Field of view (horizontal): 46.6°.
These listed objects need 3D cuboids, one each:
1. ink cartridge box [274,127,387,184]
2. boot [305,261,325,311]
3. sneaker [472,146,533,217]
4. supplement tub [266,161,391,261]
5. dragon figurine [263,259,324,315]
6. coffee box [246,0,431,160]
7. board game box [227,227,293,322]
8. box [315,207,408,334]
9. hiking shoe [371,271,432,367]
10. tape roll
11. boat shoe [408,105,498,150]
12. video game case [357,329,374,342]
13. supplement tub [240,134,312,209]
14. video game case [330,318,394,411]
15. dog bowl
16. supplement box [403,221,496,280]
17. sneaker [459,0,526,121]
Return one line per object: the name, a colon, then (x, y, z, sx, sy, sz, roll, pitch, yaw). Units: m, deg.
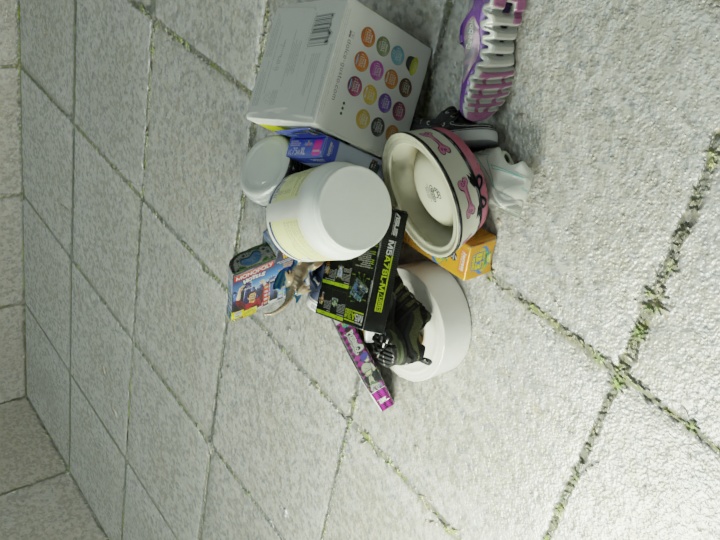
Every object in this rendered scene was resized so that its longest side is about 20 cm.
ink cartridge box: (-0.035, -0.178, 1.353, 0.118, 0.198, 0.043, 12, 82, 55)
boot: (-0.061, 0.005, 1.610, 0.201, 0.072, 0.092, -101, 35, -67)
sneaker: (0.193, -0.152, 1.288, 0.200, 0.070, 0.081, 36, 102, 47)
supplement tub: (-0.051, -0.089, 1.294, 0.199, 0.142, 0.148, -1, 101, 63)
dragon figurine: (-0.123, 0.018, 1.546, 0.058, 0.203, 0.099, 30, 154, -12)
coffee box: (-0.035, -0.305, 1.371, 0.198, 0.196, 0.204, 14, 86, 49)
board game box: (-0.181, -0.014, 1.660, 0.062, 0.197, 0.202, 50, 148, 30)
box: (-0.002, -0.008, 1.375, 0.199, 0.047, 0.198, 10, 91, 64)
hiking shoe: (0.064, 0.064, 1.381, 0.076, 0.099, 0.204, -39, 51, 53)
tape roll: (0.101, 0.089, 1.467, 0.201, 0.070, 0.207, 20, 117, 47)
boat shoe: (0.140, -0.227, 1.328, 0.198, 0.069, 0.068, 6, 91, 56)
video game case: (0.000, 0.000, 1.519, 0.182, 0.022, 0.204, -125, 36, -63)
supplement tub: (-0.108, -0.143, 1.477, 0.121, 0.199, 0.125, -15, 62, 30)
video game case: (0.001, 0.162, 1.558, 0.183, 0.035, 0.200, 61, 178, 20)
dog bowl: (0.116, -0.125, 1.265, 0.201, 0.073, 0.202, 49, 153, 35)
supplement box: (0.131, -0.061, 1.386, 0.199, 0.068, 0.068, 33, 129, 39)
sneaker: (0.181, -0.327, 1.237, 0.088, 0.079, 0.204, 36, 123, 48)
